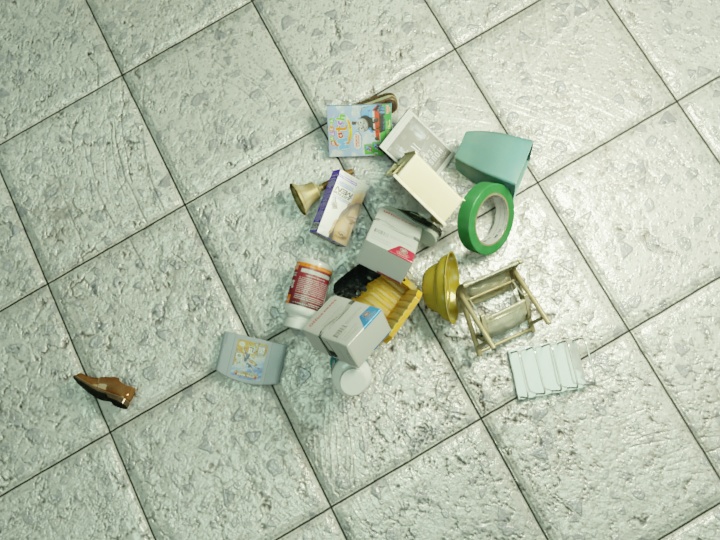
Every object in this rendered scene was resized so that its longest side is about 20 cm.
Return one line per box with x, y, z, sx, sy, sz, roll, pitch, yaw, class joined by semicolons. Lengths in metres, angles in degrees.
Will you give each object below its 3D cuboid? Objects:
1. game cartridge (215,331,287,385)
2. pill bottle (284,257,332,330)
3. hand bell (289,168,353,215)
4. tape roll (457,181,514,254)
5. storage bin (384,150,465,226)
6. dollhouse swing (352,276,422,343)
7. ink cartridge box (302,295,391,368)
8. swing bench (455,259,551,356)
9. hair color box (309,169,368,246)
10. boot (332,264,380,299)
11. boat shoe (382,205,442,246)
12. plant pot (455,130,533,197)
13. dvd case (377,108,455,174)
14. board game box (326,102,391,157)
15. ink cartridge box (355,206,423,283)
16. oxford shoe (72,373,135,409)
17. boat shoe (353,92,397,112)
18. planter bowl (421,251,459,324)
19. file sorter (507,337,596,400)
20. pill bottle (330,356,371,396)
-0.324;0.265;1.762;0.196;0.042;0.136;11;77;6;game cartridge
-0.156;0.073;1.742;0.111;0.113;0.204;14;81;7;pill bottle
-0.106;-0.258;1.822;0.197;0.104;0.105;-28;79;-14;hand bell
0.360;-0.149;1.707;0.048;0.199;0.203;19;79;48;tape roll
0.177;-0.235;1.702;0.199;0.199;0.094;42;92;-10;storage bin
0.059;0.090;1.692;0.181;0.176;0.201;37;86;9;dollhouse swing
-0.039;0.159;1.608;0.198;0.085;0.145;14;50;47;ink cartridge box
0.388;0.103;1.671;0.196;0.130;0.203;-20;77;-13;swing bench
-0.063;-0.185;1.782;0.108;0.064;0.204;24;83;-27;hair color box
0.001;0.000;1.747;0.073;0.200;0.162;42;118;-19;boot
0.149;-0.141;1.784;0.198;0.071;0.064;30;47;9;boat shoe
0.386;-0.323;1.759;0.197;0.141;0.144;23;83;16;plant pot
0.171;-0.362;1.805;0.199;0.025;0.151;40;85;-10;dvd case
-0.002;-0.427;1.820;0.195;0.037;0.154;-1;112;5;board game box
0.084;-0.075;1.672;0.143;0.201;0.084;25;125;-1;ink cartridge box
-0.759;0.344;1.776;0.196;0.072;0.072;20;54;8;oxford shoe
0.021;-0.498;1.859;0.198;0.075;0.076;-14;42;10;boat shoe
0.222;0.049;1.688;0.082;0.200;0.205;-2;79;20;planter bowl
0.527;0.270;1.651;0.196;0.125;0.142;-11;79;3;file sorter
-0.027;0.276;1.644;0.108;0.200;0.113;-1;98;-5;pill bottle
